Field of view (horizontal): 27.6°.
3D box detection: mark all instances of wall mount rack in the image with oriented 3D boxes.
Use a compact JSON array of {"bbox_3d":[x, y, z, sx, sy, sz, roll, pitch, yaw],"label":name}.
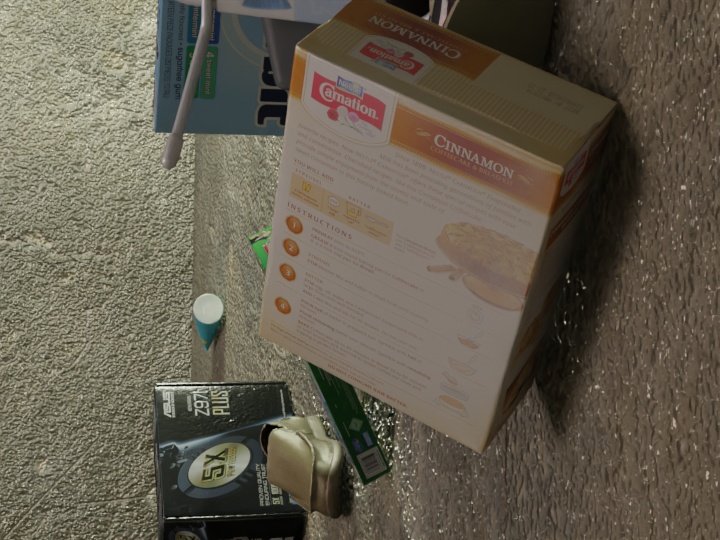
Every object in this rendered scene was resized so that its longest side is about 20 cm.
[{"bbox_3d":[-0.049,-0.146,0.869,0.075,0.197,0.176,-52,-32,-61],"label":"wall mount rack"}]

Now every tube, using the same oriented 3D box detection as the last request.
[{"bbox_3d":[-0.261,0.084,2.516,0.200,0.050,0.079,117,159,-76],"label":"tube"}]

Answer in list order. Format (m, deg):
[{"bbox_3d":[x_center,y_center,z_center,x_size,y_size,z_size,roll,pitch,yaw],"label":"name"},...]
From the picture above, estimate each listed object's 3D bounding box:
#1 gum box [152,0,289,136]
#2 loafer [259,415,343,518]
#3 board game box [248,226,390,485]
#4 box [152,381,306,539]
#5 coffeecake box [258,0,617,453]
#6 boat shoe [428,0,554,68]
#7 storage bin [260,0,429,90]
[{"bbox_3d":[-0.061,-0.186,1.157,0.045,0.197,0.171,-104,18,-49],"label":"gum box"},{"bbox_3d":[-0.060,0.197,1.467,0.200,0.067,0.077,-149,59,-76],"label":"loafer"},{"bbox_3d":[-0.037,0.069,1.254,0.135,0.029,0.202,-126,12,-72],"label":"board game box"},{"bbox_3d":[-0.157,0.231,1.706,0.087,0.162,0.201,101,164,-44],"label":"box"},{"bbox_3d":[0.034,-0.023,0.791,0.073,0.152,0.202,-46,-25,-44],"label":"coffeecake box"},{"bbox_3d":[0.069,-0.172,0.825,0.062,0.070,0.203,33,118,54],"label":"boat shoe"},{"bbox_3d":[0.005,-0.196,0.974,0.200,0.144,0.136,-32,-65,-69],"label":"storage bin"}]
